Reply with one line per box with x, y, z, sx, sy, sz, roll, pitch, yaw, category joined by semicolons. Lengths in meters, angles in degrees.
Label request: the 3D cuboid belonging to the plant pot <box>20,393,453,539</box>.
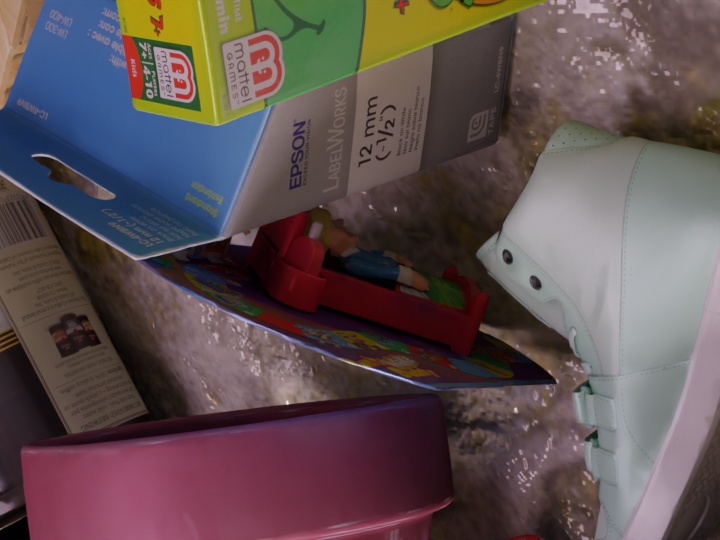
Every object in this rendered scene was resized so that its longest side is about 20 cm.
-0.050;0.157;0.767;0.200;0.200;0.179;-11;85;51;plant pot

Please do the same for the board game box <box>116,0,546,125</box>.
0.003;-0.130;0.581;0.048;0.200;0.102;15;121;44;board game box

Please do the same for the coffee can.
-0.228;0.046;0.986;0.146;0.146;0.200;-34;83;51;coffee can

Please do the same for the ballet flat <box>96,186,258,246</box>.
-0.070;-0.025;0.835;0.200;0.067;0.062;27;119;37;ballet flat

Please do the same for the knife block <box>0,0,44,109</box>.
-0.210;-0.199;0.898;0.176;0.064;0.200;49;139;20;knife block

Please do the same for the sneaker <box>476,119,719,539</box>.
0.100;0.036;0.662;0.118;0.074;0.201;26;119;30;sneaker

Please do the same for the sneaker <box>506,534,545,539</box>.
0.075;0.173;0.781;0.200;0.070;0.094;-21;87;49;sneaker

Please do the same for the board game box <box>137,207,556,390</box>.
0.000;0.000;0.689;0.158;0.200;0.039;25;100;28;board game box

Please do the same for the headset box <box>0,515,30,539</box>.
-0.138;0.191;0.942;0.200;0.174;0.093;0;111;50;headset box

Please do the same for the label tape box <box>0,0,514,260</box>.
-0.056;-0.082;0.675;0.143;0.200;0.066;30;124;36;label tape box
